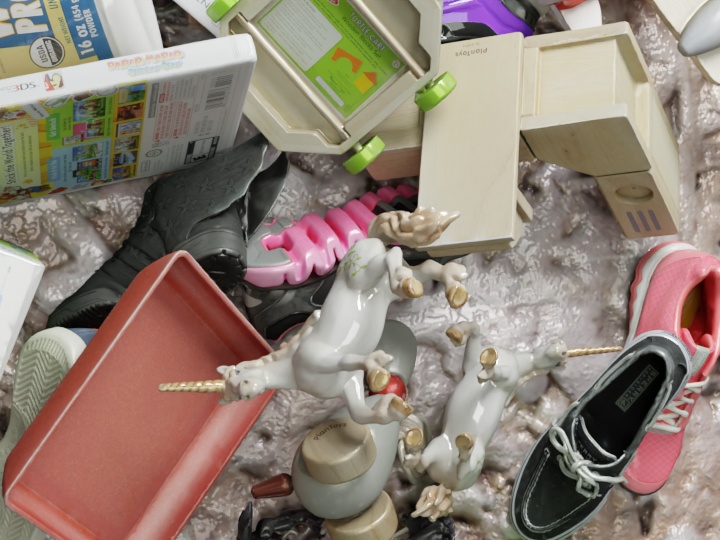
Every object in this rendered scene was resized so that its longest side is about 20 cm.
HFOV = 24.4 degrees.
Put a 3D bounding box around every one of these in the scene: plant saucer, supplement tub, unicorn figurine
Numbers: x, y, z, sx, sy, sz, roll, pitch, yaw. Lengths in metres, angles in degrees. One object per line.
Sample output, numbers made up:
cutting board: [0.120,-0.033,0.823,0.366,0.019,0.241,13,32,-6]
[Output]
plant saucer: [-0.151,0.103,1.148,0.037,0.200,0.200,26,75,30]
supplement tub: [-0.244,-0.165,1.110,0.199,0.145,0.145,-16,96,1]
unicorn figurine: [0.093,0.095,1.225,0.074,0.137,0.200,37,86,25]
unicorn figurine: [-0.013,0.044,1.102,0.200,0.137,0.074,-49,126,-18]

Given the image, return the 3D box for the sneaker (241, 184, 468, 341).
sneaker: [0.000,0.000,1.234,0.199,0.079,0.096,-13,122,-16]

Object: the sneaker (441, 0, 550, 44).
sneaker: [0.039,-0.208,1.226,0.200,0.070,0.100,29,88,-13]

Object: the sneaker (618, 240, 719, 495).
sneaker: [0.233,0.076,1.274,0.074,0.087,0.201,11,90,-16]

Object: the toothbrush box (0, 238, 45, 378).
toothbrush box: [-0.292,0.004,1.088,0.145,0.200,0.086,22,87,-14]

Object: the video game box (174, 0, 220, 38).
video game box: [-0.045,-0.245,1.172,0.182,0.047,0.200,39,108,-9]

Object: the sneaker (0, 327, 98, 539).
sneaker: [-0.213,0.130,1.176,0.075,0.084,0.200,36,113,25]

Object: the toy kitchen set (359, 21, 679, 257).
toy kitchen set: [0.118,-0.055,1.223,0.199,0.180,0.164,-6,62,22]

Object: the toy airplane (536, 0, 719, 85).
toy airplane: [0.213,-0.249,1.202,0.200,0.141,0.200,15,73,-30]

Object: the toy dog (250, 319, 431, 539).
toy dog: [-0.018,0.115,1.186,0.096,0.200,0.132,-4,104,15]

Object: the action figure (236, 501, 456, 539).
action figure: [-0.025,0.226,1.214,0.199,0.102,0.119,-4,105,-15]

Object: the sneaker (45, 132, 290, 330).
sneaker: [-0.139,-0.017,1.193,0.199,0.104,0.060,-26,136,20]

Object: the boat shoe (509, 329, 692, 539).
boat shoe: [0.174,0.132,1.239,0.074,0.068,0.199,44,111,10]

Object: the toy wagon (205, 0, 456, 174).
toy wagon: [-0.002,-0.169,1.147,0.200,0.040,0.155,-40,100,15]

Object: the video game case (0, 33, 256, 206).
video game case: [-0.168,-0.097,1.116,0.181,0.200,0.023,-13,78,-13]
